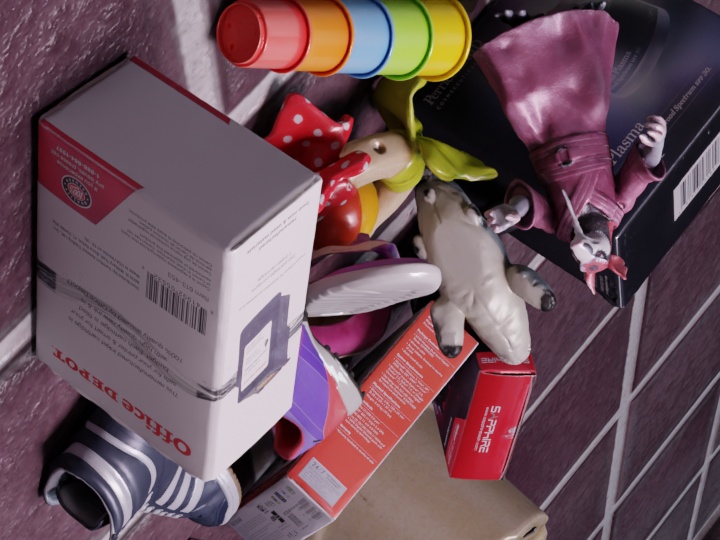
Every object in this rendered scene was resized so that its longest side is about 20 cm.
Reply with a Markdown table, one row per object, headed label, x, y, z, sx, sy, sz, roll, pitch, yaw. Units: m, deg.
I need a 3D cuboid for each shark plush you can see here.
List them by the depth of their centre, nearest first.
| label | x | y | z | sx | sy | sz | roll | pitch | yaw |
| --- | --- | --- | --- | --- | --- | --- | --- | --- | --- |
| shark plush | 0.065 | -0.018 | 1.513 | 0.091 | 0.201 | 0.083 | -38 | 175 | 10 |

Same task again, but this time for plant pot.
| label | x | y | z | sx | sy | sz | roll | pitch | yaw |
| --- | --- | --- | --- | --- | --- | --- | --- | --- | --- |
| plant pot | 0.055 | 0.220 | 1.799 | 0.200 | 0.183 | 0.201 | -45 | 156 | -26 |

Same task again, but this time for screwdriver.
| label | x | y | z | sx | sy | sz | roll | pitch | yaw |
| --- | --- | --- | --- | --- | --- | --- | --- | --- | --- |
| screwdriver | 0.083 | -0.033 | 1.589 | 0.200 | 0.029 | 0.028 | 160 | -64 | -74 |

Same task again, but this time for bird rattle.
| label | x | y | z | sx | sy | sz | roll | pitch | yaw |
| --- | --- | --- | --- | --- | --- | --- | --- | --- | --- |
| bird rattle | -0.009 | -0.051 | 1.407 | 0.199 | 0.113 | 0.163 | -31 | 163 | -43 |

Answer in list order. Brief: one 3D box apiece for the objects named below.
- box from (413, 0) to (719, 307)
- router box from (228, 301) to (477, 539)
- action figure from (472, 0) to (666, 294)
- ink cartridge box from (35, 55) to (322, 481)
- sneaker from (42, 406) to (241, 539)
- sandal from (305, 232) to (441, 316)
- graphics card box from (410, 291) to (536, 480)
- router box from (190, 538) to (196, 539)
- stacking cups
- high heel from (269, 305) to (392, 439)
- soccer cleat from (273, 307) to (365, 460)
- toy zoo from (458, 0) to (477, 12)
| label | x | y | z | sx | sy | sz | roll | pitch | yaw |
| --- | --- | --- | --- | --- | --- | --- | --- | --- | --- |
| box | 0.174 | -0.118 | 1.561 | 0.200 | 0.198 | 0.124 | -50 | 156 | -16 |
| router box | -0.010 | 0.127 | 1.589 | 0.180 | 0.049 | 0.200 | -49 | -178 | -24 |
| action figure | 0.139 | -0.081 | 1.434 | 0.133 | 0.202 | 0.149 | -12 | 178 | -1 |
| ink cartridge box | -0.109 | 0.002 | 1.187 | 0.084 | 0.144 | 0.201 | -40 | 153 | -36 |
| sneaker | -0.149 | 0.149 | 1.406 | 0.109 | 0.070 | 0.201 | -54 | 152 | -22 |
| sandal | -0.007 | 0.001 | 1.391 | 0.082 | 0.050 | 0.202 | -5 | 174 | -19 |
| graphics card box | 0.087 | 0.052 | 1.647 | 0.050 | 0.201 | 0.126 | 1 | 135 | -11 |
| router box | -0.135 | 0.319 | 1.706 | 0.180 | 0.049 | 0.200 | -57 | 159 | -2 |
| stacking cups | -0.007 | -0.149 | 1.291 | 0.199 | 0.060 | 0.061 | -7 | 127 | -54 |
| high heel | -0.040 | 0.032 | 1.531 | 0.200 | 0.067 | 0.096 | -50 | 120 | -44 |
| soccer cleat | -0.067 | 0.052 | 1.390 | 0.073 | 0.068 | 0.200 | -47 | 134 | -12 |
| toy zoo | 0.074 | -0.261 | 1.389 | 0.131 | 0.020 | 0.201 | -21 | 139 | -56 |
